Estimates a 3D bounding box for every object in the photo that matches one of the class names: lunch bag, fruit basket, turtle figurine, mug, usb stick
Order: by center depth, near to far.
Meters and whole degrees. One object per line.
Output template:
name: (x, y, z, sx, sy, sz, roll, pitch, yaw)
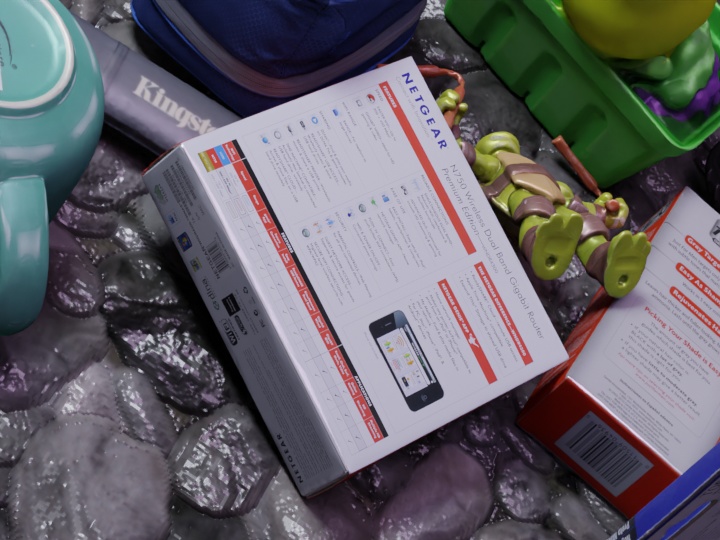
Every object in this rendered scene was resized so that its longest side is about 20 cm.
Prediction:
mug: (-0.197, -0.077, 1.196, 0.185, 0.114, 0.152, 42, 46, -1)
usb stick: (-0.110, -0.086, 1.318, 0.199, 0.033, 0.056, 32, 46, -11)
lunch bag: (-0.032, -0.185, 1.371, 0.136, 0.132, 0.200, 44, 45, 10)
turtle figurine: (0.095, -0.047, 1.390, 0.200, 0.065, 0.161, 30, 14, -33)
fruit basket: (0.169, -0.174, 1.452, 0.216, 0.216, 0.155, 48, 46, 5)

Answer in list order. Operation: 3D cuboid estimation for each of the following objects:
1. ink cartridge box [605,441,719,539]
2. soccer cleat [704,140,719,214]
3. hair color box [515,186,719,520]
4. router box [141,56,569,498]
ink cartridge box: (0.223, 0.117, 1.283, 0.199, 0.200, 0.041, -3, 58, -37)
soccer cleat: (0.309, -0.016, 1.539, 0.200, 0.068, 0.073, 41, 22, 3)
hair color box: (0.183, 0.049, 1.400, 0.101, 0.061, 0.200, 41, 47, -2)
router box: (0.000, 0.000, 1.291, 0.179, 0.049, 0.201, -23, 84, -39)
